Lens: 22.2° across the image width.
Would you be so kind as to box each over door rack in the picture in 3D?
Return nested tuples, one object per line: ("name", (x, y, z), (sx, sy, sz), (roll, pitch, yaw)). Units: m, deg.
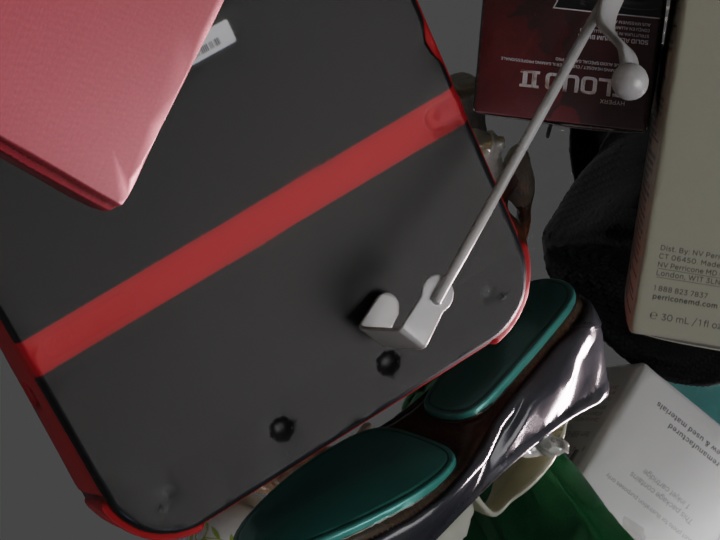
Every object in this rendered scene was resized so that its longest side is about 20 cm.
("over door rack", (0.022, -0.086, 0.642), (0.147, 0.067, 0.201), (36, 86, -22))

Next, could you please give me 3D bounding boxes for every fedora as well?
("fedora", (0.156, -0.009, 0.866), (0.091, 0.200, 0.202), (-37, 133, -30))

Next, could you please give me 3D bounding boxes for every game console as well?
("game console", (-0.043, -0.013, 0.686), (0.199, 0.031, 0.178), (-31, 107, -14))

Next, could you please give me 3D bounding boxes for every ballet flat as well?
("ballet flat", (0.034, 0.083, 0.749), (0.200, 0.073, 0.074), (-39, 134, -29))

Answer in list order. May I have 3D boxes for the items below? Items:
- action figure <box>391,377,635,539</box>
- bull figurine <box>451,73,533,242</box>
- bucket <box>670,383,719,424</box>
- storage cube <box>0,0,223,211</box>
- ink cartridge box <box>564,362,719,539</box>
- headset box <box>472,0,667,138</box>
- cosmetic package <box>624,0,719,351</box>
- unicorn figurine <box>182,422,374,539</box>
("action figure", (0.061, 0.106, 0.808), (0.117, 0.201, 0.055), (-33, 136, 7))
("bull figurine", (0.000, 0.000, 0.777), (0.199, 0.065, 0.123), (-28, 136, -38))
("bucket", (0.275, 0.090, 1.109), (0.206, 0.134, 0.209), (-24, 124, -41))
("storage cube", (-0.133, -0.144, 0.479), (0.179, 0.170, 0.202), (31, 83, -53))
("ink cartridge box", (0.088, 0.152, 0.898), (0.083, 0.145, 0.201), (38, 76, -12))
("headset box", (0.097, -0.158, 0.770), (0.149, 0.076, 0.202), (-65, 162, -66))
("cosmetic package", (0.156, -0.075, 0.738), (0.104, 0.072, 0.202), (-51, 150, -79))
("unicorn figurine", (-0.049, 0.168, 0.810), (0.136, 0.074, 0.203), (0, 90, -20))
